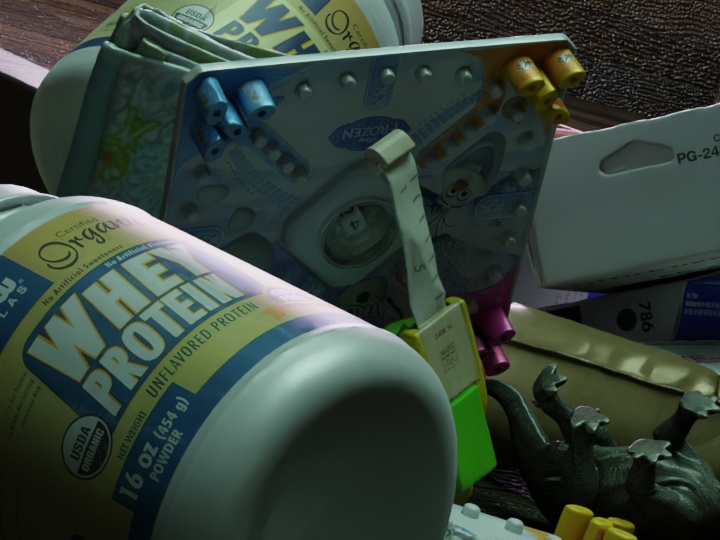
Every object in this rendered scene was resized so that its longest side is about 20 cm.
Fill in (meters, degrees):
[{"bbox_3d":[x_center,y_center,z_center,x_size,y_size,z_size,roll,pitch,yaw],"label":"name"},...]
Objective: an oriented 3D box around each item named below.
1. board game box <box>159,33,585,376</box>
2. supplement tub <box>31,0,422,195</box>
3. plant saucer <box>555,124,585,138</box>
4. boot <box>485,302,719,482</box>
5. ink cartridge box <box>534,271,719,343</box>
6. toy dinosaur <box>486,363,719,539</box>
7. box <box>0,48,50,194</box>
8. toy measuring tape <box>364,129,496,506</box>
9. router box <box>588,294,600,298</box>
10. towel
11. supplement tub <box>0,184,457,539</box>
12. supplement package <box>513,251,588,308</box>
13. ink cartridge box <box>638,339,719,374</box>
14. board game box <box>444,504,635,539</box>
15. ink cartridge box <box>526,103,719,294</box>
[{"bbox_3d":[-0.001,-0.017,1.377,0.199,0.201,0.026,-7,41,-23],"label":"board game box"},{"bbox_3d":[-0.068,-0.101,1.553,0.144,0.145,0.200,22,47,23],"label":"supplement tub"},{"bbox_3d":[0.044,-0.096,1.798,0.199,0.037,0.200,22,8,29],"label":"plant saucer"},{"bbox_3d":[0.156,0.049,1.527,0.199,0.066,0.175,15,47,27],"label":"boot"},{"bbox_3d":[0.147,0.035,1.706,0.199,0.039,0.099,-13,-7,28],"label":"ink cartridge box"},{"bbox_3d":[0.126,0.107,1.414,0.199,0.103,0.077,10,35,20],"label":"toy dinosaur"},{"bbox_3d":[-0.194,-0.063,1.692,0.199,0.101,0.075,24,12,36],"label":"box"},{"bbox_3d":[0.016,0.026,1.371,0.073,0.201,0.074,-12,24,6],"label":"toy measuring tape"},{"bbox_3d":[0.168,0.023,2.075,0.199,0.049,0.180,18,9,-4],"label":"router box"},{"bbox_3d":[-0.067,-0.024,1.426,0.170,0.201,0.048,18,34,-6],"label":"towel"},{"bbox_3d":[-0.079,0.059,1.044,0.199,0.145,0.144,25,11,36],"label":"supplement tub"},{"bbox_3d":[0.046,-0.016,1.823,0.119,0.122,0.199,24,11,39],"label":"supplement package"},{"bbox_3d":[0.249,0.111,1.600,0.199,0.085,0.145,25,11,27],"label":"ink cartridge box"},{"bbox_3d":[0.040,0.119,1.262,0.199,0.026,0.200,18,9,-6],"label":"board game box"},{"bbox_3d":[0.189,-0.038,1.663,0.145,0.084,0.200,-12,-6,22],"label":"ink cartridge box"}]
